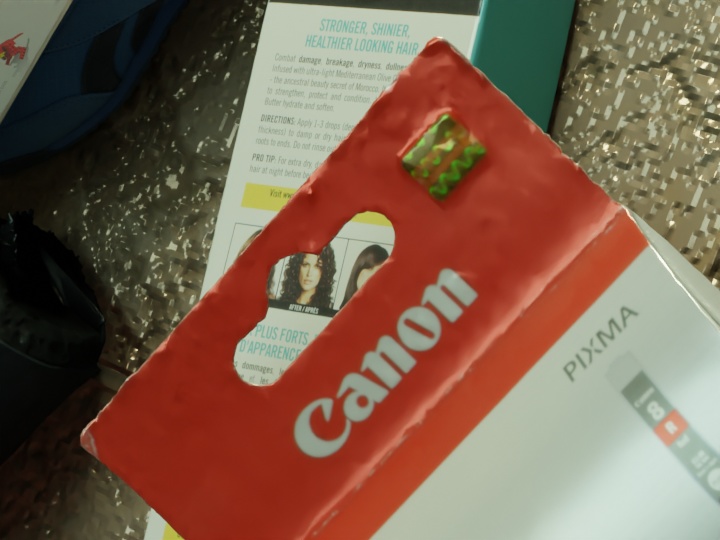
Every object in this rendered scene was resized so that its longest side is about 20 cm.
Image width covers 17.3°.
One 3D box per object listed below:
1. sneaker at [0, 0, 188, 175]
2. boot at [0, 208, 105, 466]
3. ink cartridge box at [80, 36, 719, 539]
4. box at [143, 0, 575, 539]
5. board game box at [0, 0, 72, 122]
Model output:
[{"bbox_3d":[-0.087,-0.110,0.788,0.200,0.078,0.066,-40,60,23],"label":"sneaker"},{"bbox_3d":[-0.159,0.071,0.739,0.076,0.200,0.168,39,108,-9],"label":"boot"},{"bbox_3d":[0.037,0.063,0.617,0.200,0.050,0.162,44,106,5],"label":"ink cartridge box"},{"bbox_3d":[0.000,0.000,0.710,0.082,0.049,0.200,9,83,36],"label":"box"},{"bbox_3d":[-0.141,-0.092,0.791,0.200,0.035,0.126,-53,36,37],"label":"board game box"}]
